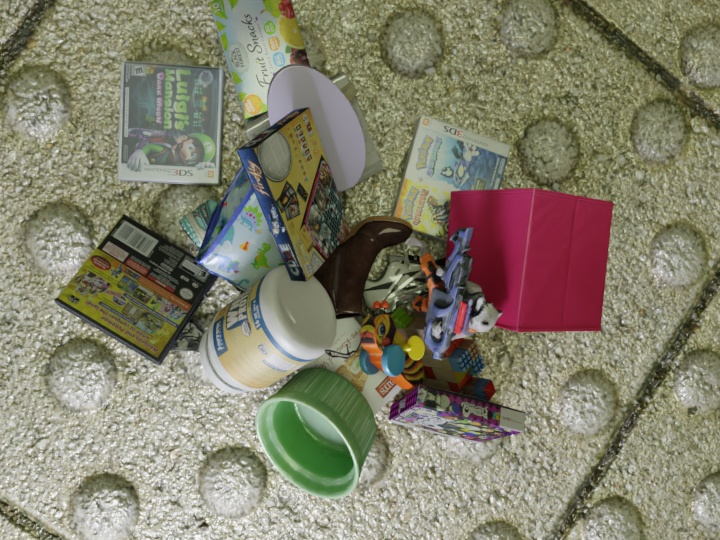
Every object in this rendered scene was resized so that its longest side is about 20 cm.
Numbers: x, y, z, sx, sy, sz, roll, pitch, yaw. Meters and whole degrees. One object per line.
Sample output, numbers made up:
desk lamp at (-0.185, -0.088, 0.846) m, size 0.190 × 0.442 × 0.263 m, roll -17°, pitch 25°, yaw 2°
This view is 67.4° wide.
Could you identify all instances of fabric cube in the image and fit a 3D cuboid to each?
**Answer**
fabric cube at (0.267, -0.019, 0.882) m, size 0.194 × 0.194 × 0.207 m, roll 3°, pitch 93°, yaw -29°

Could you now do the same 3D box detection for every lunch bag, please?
lunch bag at (-0.151, -0.062, 0.884) m, size 0.168 × 0.127 × 0.204 m, roll 31°, pitch 88°, yaw -32°

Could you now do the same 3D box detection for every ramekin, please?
ramekin at (-0.068, 0.262, 0.891) m, size 0.194 × 0.098 × 0.206 m, roll 15°, pitch 123°, yaw 23°

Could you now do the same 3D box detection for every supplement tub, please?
supplement tub at (-0.148, 0.099, 0.845) m, size 0.198 × 0.144 × 0.147 m, roll -33°, pitch 93°, yaw 32°

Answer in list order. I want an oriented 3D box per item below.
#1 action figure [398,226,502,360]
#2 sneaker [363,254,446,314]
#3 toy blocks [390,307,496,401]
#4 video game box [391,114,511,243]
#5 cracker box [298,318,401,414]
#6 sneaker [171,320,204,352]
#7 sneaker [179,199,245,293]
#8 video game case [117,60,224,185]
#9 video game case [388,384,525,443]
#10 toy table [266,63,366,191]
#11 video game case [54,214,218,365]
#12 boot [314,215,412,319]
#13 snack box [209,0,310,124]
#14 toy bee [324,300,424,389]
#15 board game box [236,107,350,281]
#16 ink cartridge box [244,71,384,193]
action figure at (0.141, 0.018, 0.823) m, size 0.102 × 0.193 × 0.206 m, roll -3°, pitch 120°, yaw -37°
sneaker at (0.089, 0.003, 0.960) m, size 0.195 × 0.074 × 0.091 m, roll -27°, pitch 94°, yaw -5°
toy blocks at (0.147, 0.149, 0.909) m, size 0.099 × 0.135 × 0.205 m, roll -36°, pitch 109°, yaw -33°
video game box at (0.163, -0.156, 0.982) m, size 0.176 × 0.047 × 0.207 m, roll 16°, pitch 88°, yaw -3°
cracker box at (-0.028, 0.165, 0.958) m, size 0.134 × 0.058 × 0.201 m, roll -42°, pitch 94°, yaw -3°
sneaker at (-0.363, 0.106, 0.927) m, size 0.193 × 0.060 × 0.108 m, roll -9°, pitch 86°, yaw -8°
sneaker at (-0.220, -0.037, 0.933) m, size 0.086 × 0.078 × 0.201 m, roll -42°, pitch 94°, yaw -7°
video game case at (-0.332, -0.258, 0.948) m, size 0.175 × 0.023 × 0.208 m, roll 2°, pitch 90°, yaw -5°
video game case at (0.152, 0.246, 0.906) m, size 0.175 × 0.201 × 0.037 m, roll 15°, pitch 66°, yaw -5°
toy table at (-0.073, -0.232, 0.856) m, size 0.179 × 0.118 × 0.204 m, roll -25°, pitch 118°, yaw -2°
video game case at (-0.368, 0.028, 0.902) m, size 0.196 × 0.026 × 0.184 m, roll 29°, pitch 64°, yaw 0°
boot at (0.000, 0.000, 0.925) m, size 0.193 × 0.073 × 0.171 m, roll -8°, pitch 61°, yaw 8°
snack box at (-0.167, -0.380, 0.947) m, size 0.138 × 0.053 × 0.206 m, roll -18°, pitch 93°, yaw -4°
toy bee at (0.042, 0.110, 0.846) m, size 0.127 × 0.200 × 0.112 m, roll 6°, pitch 69°, yaw 25°
board game box at (-0.087, -0.108, 0.777) m, size 0.034 × 0.136 × 0.205 m, roll 2°, pitch 125°, yaw 34°
ink cartridge box at (-0.078, -0.217, 0.952) m, size 0.196 × 0.045 × 0.179 m, roll -28°, pitch 119°, yaw 0°
